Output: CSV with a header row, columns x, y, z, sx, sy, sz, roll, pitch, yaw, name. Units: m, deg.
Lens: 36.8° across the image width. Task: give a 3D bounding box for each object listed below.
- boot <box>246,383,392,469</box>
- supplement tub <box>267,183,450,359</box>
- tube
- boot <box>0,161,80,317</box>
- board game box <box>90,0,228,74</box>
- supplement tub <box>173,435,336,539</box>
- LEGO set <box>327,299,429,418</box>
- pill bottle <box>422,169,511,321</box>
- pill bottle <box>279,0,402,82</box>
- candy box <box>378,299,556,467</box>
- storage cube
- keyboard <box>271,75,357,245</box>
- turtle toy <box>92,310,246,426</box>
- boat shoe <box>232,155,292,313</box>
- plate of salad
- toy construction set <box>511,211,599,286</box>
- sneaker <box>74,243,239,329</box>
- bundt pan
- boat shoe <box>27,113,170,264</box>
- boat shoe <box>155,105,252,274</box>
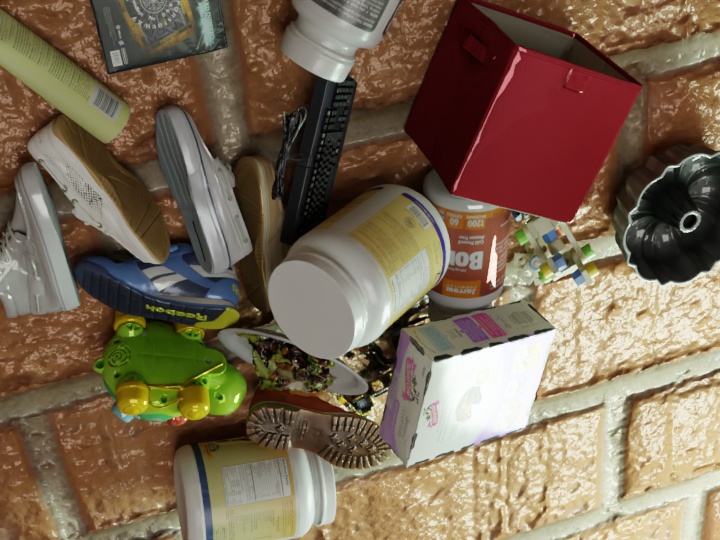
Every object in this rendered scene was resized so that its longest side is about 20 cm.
x,y,z,sx,sy,sz,roll,pitch,yaw,name
-0.052,0.195,1.425,0.198,0.107,0.076,18,107,-11,boot
0.000,0.000,1.262,0.200,0.144,0.147,-38,139,-44,supplement tub
-0.326,-0.208,1.113,0.200,0.058,0.052,38,78,-39,tube
-0.377,-0.024,1.196,0.094,0.074,0.202,-13,131,-11,boot
-0.216,-0.311,1.107,0.134,0.028,0.202,-14,124,-12,board game box
-0.142,0.292,1.444,0.197,0.145,0.146,-6,123,-17,supplement tub
0.026,0.125,1.416,0.152,0.116,0.202,-18,125,-8,LEGO set
0.130,-0.025,1.364,0.111,0.112,0.202,-9,123,-14,pill bottle
-0.006,-0.306,1.138,0.110,0.111,0.201,19,113,-29,pill bottle
0.132,0.139,1.358,0.198,0.072,0.169,-11,128,-32,candy box
0.182,-0.184,1.246,0.198,0.171,0.181,12,117,-26,storage cube
-0.057,-0.125,1.233,0.127,0.020,0.202,-11,119,-55,keyboard
-0.230,0.131,1.326,0.198,0.147,0.101,9,139,-24,turtle toy
-0.108,-0.050,1.295,0.069,0.073,0.202,-24,128,-33,boat shoe
-0.087,0.122,1.333,0.199,0.199,0.049,34,67,-33,plate of salad
0.238,-0.039,1.371,0.092,0.200,0.132,-32,89,-3,toy construction set
-0.237,0.010,1.280,0.198,0.083,0.074,14,153,-15,sneaker
0.426,-0.084,1.458,0.199,0.076,0.204,-9,123,-14,bundt pan
-0.290,-0.082,1.205,0.069,0.071,0.201,-23,118,24,boat shoe
-0.176,-0.098,1.234,0.066,0.073,0.202,-28,120,-30,boat shoe
